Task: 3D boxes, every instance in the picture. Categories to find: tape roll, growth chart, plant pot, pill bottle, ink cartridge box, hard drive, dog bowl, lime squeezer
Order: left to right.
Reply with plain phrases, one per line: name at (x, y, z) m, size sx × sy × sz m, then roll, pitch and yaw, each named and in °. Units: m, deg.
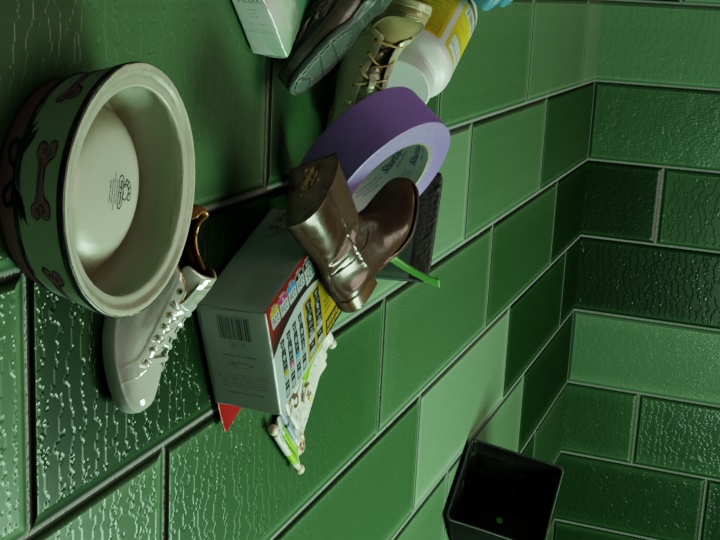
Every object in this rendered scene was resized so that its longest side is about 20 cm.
dog bowl at (-0.209, -0.066, 0.938) m, size 0.200 × 0.073 × 0.203 m, roll 7°, pitch 90°, yaw -71°
ink cartridge box at (-0.094, -0.346, 1.200) m, size 0.201 × 0.049 × 0.163 m, roll 72°, pitch 32°, yaw -55°
ink cartridge box at (-0.091, 0.058, 1.302) m, size 0.201 × 0.083 × 0.178 m, roll -58°, pitch 149°, yaw -50°
growth chart at (-0.074, 0.138, 1.481) m, size 0.145 × 0.017 × 0.202 m, roll 61°, pitch 40°, yaw -59°
lime squeezer at (0.000, 0.000, 1.447) m, size 0.038 × 0.197 × 0.072 m, roll -128°, pitch -148°, yaw -58°
tape roll at (0.013, -0.120, 1.397) m, size 0.199 × 0.066 × 0.201 m, roll -37°, pitch 159°, yaw -16°
hard drive at (0.054, -0.057, 1.574) m, size 0.200 × 0.032 × 0.142 m, roll -177°, pitch -84°, yaw -72°
pill bottle at (0.084, -0.308, 1.617) m, size 0.201 × 0.111 × 0.113 m, roll -63°, pitch 153°, yaw -42°
plant pot at (0.282, 0.498, 2.392) m, size 0.179 × 0.197 × 0.201 m, roll 96°, pitch 15°, yaw -47°

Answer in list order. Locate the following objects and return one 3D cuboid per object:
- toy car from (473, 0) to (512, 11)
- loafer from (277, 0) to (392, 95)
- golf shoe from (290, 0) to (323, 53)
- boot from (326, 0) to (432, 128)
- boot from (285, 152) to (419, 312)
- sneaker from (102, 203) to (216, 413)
toy car at (0.192, -0.498, 1.625) m, size 0.200 × 0.185 × 0.177 m, roll -44°, pitch 176°, yaw 26°
loafer at (-0.027, -0.279, 1.285) m, size 0.200 × 0.063 × 0.072 m, roll -48°, pitch 170°, yaw -9°
golf shoe at (-0.026, -0.317, 1.335) m, size 0.078 × 0.093 × 0.203 m, roll 49°, pitch 53°, yaw -66°
boot at (0.018, -0.239, 1.409) m, size 0.200 × 0.071 × 0.157 m, roll 173°, pitch -68°, yaw -69°
boot at (-0.008, -0.077, 1.267) m, size 0.188 × 0.063 × 0.201 m, roll -65°, pitch 149°, yaw -25°
sneaker at (-0.177, 0.034, 1.052) m, size 0.073 × 0.083 × 0.203 m, roll -10°, pitch 108°, yaw -71°
